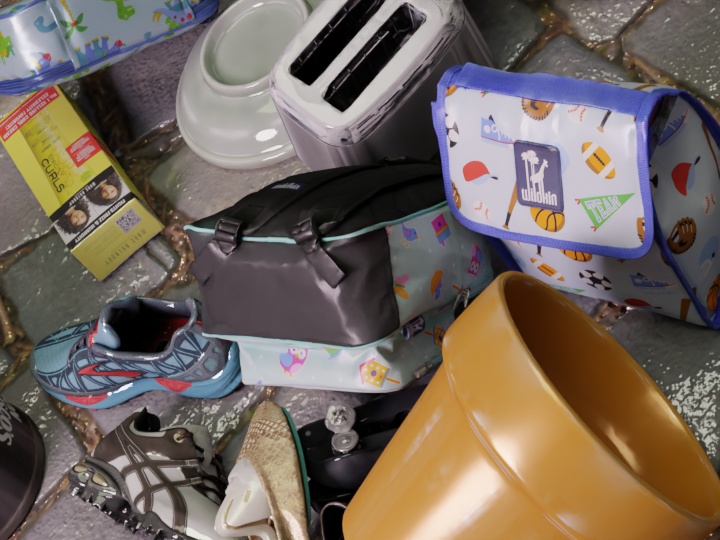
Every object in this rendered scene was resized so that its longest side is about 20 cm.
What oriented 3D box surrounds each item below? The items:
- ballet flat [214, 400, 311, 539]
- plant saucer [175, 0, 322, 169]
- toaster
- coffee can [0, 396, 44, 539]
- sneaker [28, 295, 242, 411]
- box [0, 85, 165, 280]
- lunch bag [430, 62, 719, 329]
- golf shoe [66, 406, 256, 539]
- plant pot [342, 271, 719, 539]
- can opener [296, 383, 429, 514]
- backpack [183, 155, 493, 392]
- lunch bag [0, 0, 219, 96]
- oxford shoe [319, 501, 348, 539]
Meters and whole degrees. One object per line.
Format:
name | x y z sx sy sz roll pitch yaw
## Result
ballet flat | -0.061 0.185 1.247 0.065 0.071 0.202 -6 69 -24
plant saucer | -0.079 -0.180 1.570 0.198 0.050 0.202 -16 52 22
toaster | 0.009 -0.143 1.421 0.113 0.129 0.200 40 82 23
coffee can | -0.357 0.122 1.426 0.145 0.200 0.147 -16 52 21
sneaker | -0.181 0.049 1.440 0.198 0.096 0.080 -7 55 27
box | -0.244 -0.081 1.600 0.075 0.050 0.200 -39 46 1
lunch bag | 0.154 -0.059 1.240 0.169 0.200 0.125 13 65 36
golf shoe | -0.127 0.156 1.346 0.199 0.078 0.095 23 72 39
plant pot | 0.094 0.136 1.162 0.183 0.200 0.201 -45 45 18
can opener | 0.047 0.104 1.283 0.198 0.079 0.064 -23 55 2
backpack | 0.000 0.000 1.314 0.175 0.155 0.200 -2 21 37
lunch bag | -0.228 -0.218 1.603 0.199 0.083 0.160 -28 15 -24
oxford shoe | 0.023 0.232 1.203 0.071 0.073 0.200 -38 47 2
